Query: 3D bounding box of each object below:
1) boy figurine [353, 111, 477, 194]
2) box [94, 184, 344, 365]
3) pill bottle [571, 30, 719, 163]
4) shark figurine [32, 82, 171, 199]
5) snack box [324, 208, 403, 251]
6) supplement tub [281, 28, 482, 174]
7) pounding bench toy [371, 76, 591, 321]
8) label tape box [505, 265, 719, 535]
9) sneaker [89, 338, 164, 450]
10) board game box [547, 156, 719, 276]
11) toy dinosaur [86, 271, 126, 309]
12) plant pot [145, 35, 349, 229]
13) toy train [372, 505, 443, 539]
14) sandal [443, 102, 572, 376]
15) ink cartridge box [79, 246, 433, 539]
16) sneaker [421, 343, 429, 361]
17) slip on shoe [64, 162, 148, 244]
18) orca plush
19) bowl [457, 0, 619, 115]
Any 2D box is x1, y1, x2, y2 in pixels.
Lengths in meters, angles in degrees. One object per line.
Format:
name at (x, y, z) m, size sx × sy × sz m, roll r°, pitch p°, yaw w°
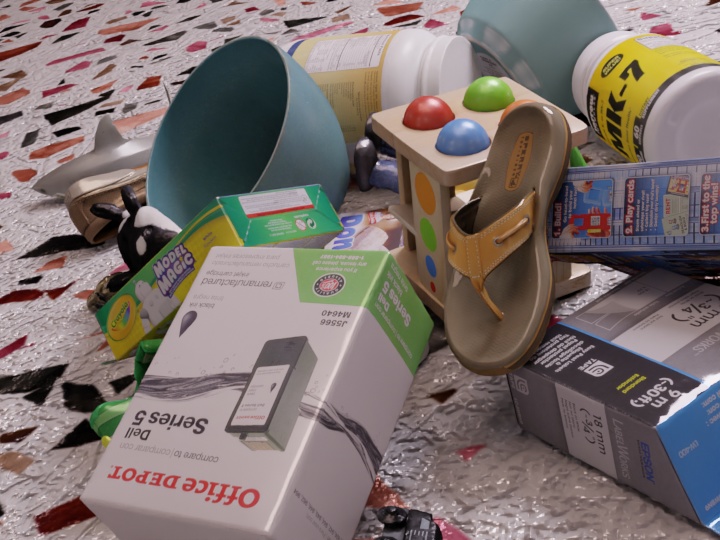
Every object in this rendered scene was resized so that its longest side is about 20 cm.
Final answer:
boy figurine at (0.094, -0.089, 1.095) m, size 0.199 × 0.065 × 0.125 m, roll 12°, pitch 54°, yaw 20°
box at (-0.116, 0.008, 0.918) m, size 0.117 × 0.049 × 0.200 m, roll -12°, pitch -22°, yaw -51°
pill bottle at (0.275, -0.152, 1.096) m, size 0.114 × 0.115 × 0.200 m, roll -17°, pitch 26°, yaw -6°
shark figurine at (-0.279, -0.154, 1.418) m, size 0.128 × 0.090 × 0.214 m, roll 15°, pitch 40°, yaw 43°
snack box at (0.000, 0.000, 1.034) m, size 0.071 × 0.024 × 0.200 m, roll -7°, pitch 27°, yaw 11°
supplement tub at (0.016, -0.173, 1.234) m, size 0.199 × 0.145 × 0.145 m, roll 0°, pitch 29°, yaw 27°
pounding bench toy at (0.127, -0.074, 0.947) m, size 0.199 × 0.157 × 0.124 m, roll -19°, pitch 33°, yaw -20°
label tape box at (0.209, 0.075, 0.736) m, size 0.144 × 0.064 × 0.200 m, roll -29°, pitch 29°, yaw -26°
sneaker at (-0.120, 0.069, 0.877) m, size 0.083 × 0.074 × 0.200 m, roll 38°, pitch 43°, yaw 6°
board game box at (0.213, -0.034, 0.839) m, size 0.199 × 0.062 × 0.200 m, roll 2°, pitch -5°, yaw 28°
toy dinosaur at (-0.178, 0.026, 1.056) m, size 0.199 × 0.048 × 0.088 m, roll 3°, pitch 24°, yaw 25°
plant pot at (-0.088, -0.098, 1.123) m, size 0.199 × 0.134 × 0.201 m, roll -24°, pitch 54°, yaw 37°
toy train at (0.018, 0.195, 0.632) m, size 0.045 × 0.034 × 0.200 m, roll 4°, pitch 28°, yaw 8°
sandal at (0.091, -0.029, 0.792) m, size 0.080 × 0.054 × 0.201 m, roll -2°, pitch 66°, yaw 40°
ink cartridge box at (-0.060, 0.088, 0.747) m, size 0.145 × 0.084 × 0.201 m, roll 2°, pitch 53°, yaw 31°
sneaker at (-0.030, 0.068, 0.857) m, size 0.078 × 0.080 × 0.200 m, roll 10°, pitch 37°, yaw 39°
slip on shoe at (-0.213, -0.084, 1.278) m, size 0.199 × 0.076 × 0.061 m, roll -18°, pitch 65°, yaw -25°
orca plush at (-0.199, -0.018, 1.024) m, size 0.071 × 0.105 × 0.200 m, roll -42°, pitch 37°, yaw -12°
bowl at (0.176, -0.229, 1.247) m, size 0.105 × 0.201 × 0.201 m, roll -41°, pitch 32°, yaw -9°
